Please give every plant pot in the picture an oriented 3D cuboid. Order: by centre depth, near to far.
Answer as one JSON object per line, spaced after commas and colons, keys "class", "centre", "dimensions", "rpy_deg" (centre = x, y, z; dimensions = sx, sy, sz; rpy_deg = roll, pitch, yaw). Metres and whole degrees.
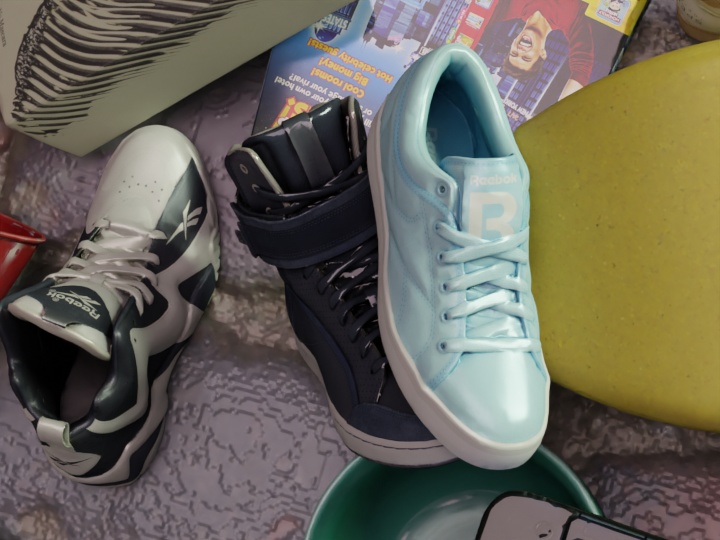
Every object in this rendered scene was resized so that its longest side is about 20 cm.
{"class": "plant pot", "centre": [0.178, -0.019, 1.100], "dimensions": [0.199, 0.194, 0.196], "rpy_deg": [-3, 92, 12]}

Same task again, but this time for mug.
{"class": "mug", "centre": [0.039, 0.159, 1.145], "dimensions": [0.184, 0.114, 0.153], "rpy_deg": [-8, 78, 9]}

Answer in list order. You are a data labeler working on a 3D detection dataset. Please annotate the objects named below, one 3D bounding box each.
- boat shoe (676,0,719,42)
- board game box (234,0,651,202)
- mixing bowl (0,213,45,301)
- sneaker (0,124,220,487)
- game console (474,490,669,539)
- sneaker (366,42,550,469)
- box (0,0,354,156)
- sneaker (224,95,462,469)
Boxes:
{"class": "boat shoe", "centre": [0.256, -0.161, 1.197], "dimensions": [0.199, 0.069, 0.074], "rpy_deg": [-9, 69, -13]}
{"class": "board game box", "centre": [0.027, -0.099, 1.229], "dimensions": [0.199, 0.062, 0.200], "rpy_deg": [26, 86, 13]}
{"class": "mixing bowl", "centre": [-0.278, 0.000, 1.203], "dimensions": [0.199, 0.200, 0.109], "rpy_deg": [21, 93, 14]}
{"class": "sneaker", "centre": [-0.134, 0.010, 1.200], "dimensions": [0.079, 0.130, 0.200], "rpy_deg": [17, 82, 12]}
{"class": "game console", "centre": [0.121, 0.205, 1.003], "dimensions": [0.199, 0.118, 0.171], "rpy_deg": [18, 87, 10]}
{"class": "sneaker", "centre": [0.046, -0.012, 1.035], "dimensions": [0.074, 0.082, 0.201], "rpy_deg": [-7, 65, -18]}
{"class": "box", "centre": [-0.103, -0.143, 1.219], "dimensions": [0.200, 0.068, 0.082], "rpy_deg": [-29, 62, 26]}
{"class": "sneaker", "centre": [-0.002, 0.000, 1.104], "dimensions": [0.077, 0.147, 0.202], "rpy_deg": [-23, 30, -15]}
